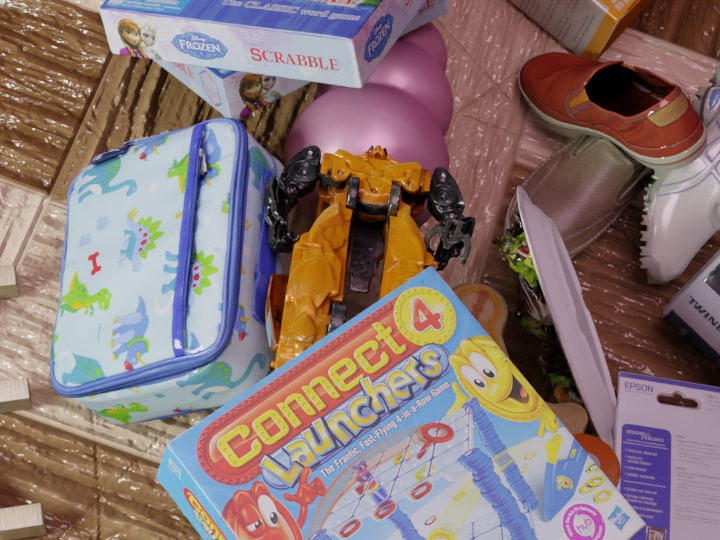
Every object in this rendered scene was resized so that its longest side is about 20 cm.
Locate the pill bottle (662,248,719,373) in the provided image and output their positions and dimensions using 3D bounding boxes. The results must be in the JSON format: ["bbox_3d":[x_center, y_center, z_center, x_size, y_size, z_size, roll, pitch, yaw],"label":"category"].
[{"bbox_3d":[0.334,0.065,1.081,0.200,0.106,0.106,45,66,8],"label":"pill bottle"}]

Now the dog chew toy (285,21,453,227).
[{"bbox_3d":[0.016,-0.119,1.100,0.124,0.125,0.200,18,56,-3],"label":"dog chew toy"}]

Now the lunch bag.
[{"bbox_3d":[-0.129,-0.002,0.994,0.160,0.082,0.201,-12,58,26],"label":"lunch bag"}]

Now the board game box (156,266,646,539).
[{"bbox_3d":[0.023,0.130,0.811,0.200,0.056,0.196,-34,76,-26],"label":"board game box"}]

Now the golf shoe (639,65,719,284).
[{"bbox_3d":[0.289,-0.073,1.123,0.097,0.078,0.200,20,75,34],"label":"golf shoe"}]

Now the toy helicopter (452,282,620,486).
[{"bbox_3d":[0.081,0.094,0.940,0.132,0.079,0.200,-6,53,-8],"label":"toy helicopter"}]

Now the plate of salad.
[{"bbox_3d":[0.137,0.037,1.022,0.048,0.200,0.201,-19,69,12],"label":"plate of salad"}]

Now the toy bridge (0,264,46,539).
[{"bbox_3d":[-0.264,0.089,1.001,0.067,0.027,0.201,-7,68,-13],"label":"toy bridge"}]

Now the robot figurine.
[{"bbox_3d":[0.000,0.000,0.950,0.144,0.058,0.200,10,51,-3],"label":"robot figurine"}]

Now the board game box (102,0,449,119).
[{"bbox_3d":[-0.070,-0.210,1.107,0.200,0.041,0.199,-30,43,-22],"label":"board game box"}]

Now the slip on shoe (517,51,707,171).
[{"bbox_3d":[0.191,-0.140,1.121,0.074,0.061,0.200,-36,36,-11],"label":"slip on shoe"}]

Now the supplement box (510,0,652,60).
[{"bbox_3d":[0.166,-0.290,1.222,0.200,0.074,0.126,40,65,8],"label":"supplement box"}]

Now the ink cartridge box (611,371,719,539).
[{"bbox_3d":[0.226,0.179,1.051,0.099,0.039,0.201,10,67,-6],"label":"ink cartridge box"}]

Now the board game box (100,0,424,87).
[{"bbox_3d":[-0.050,-0.214,1.030,0.199,0.041,0.200,11,45,23],"label":"board game box"}]

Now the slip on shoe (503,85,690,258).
[{"bbox_3d":[0.193,-0.078,1.142,0.200,0.061,0.076,-36,77,-22],"label":"slip on shoe"}]
